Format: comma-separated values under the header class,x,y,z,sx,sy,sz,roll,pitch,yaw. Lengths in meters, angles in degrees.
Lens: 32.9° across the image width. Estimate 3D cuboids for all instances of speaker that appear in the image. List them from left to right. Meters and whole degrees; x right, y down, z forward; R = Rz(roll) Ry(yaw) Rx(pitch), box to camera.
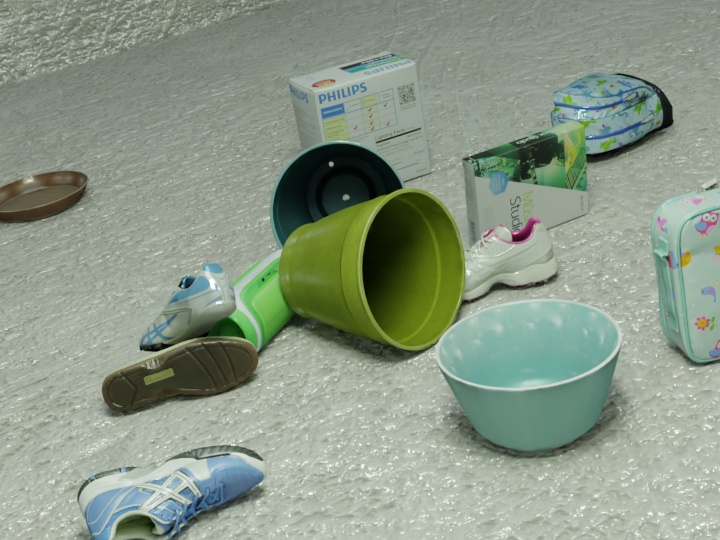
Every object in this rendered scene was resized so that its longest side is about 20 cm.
class,x,y,z,sx,sy,sz,roll,pitch,yaw
speaker,-0.132,0.043,1.648,0.088,0.089,0.200,3,27,27

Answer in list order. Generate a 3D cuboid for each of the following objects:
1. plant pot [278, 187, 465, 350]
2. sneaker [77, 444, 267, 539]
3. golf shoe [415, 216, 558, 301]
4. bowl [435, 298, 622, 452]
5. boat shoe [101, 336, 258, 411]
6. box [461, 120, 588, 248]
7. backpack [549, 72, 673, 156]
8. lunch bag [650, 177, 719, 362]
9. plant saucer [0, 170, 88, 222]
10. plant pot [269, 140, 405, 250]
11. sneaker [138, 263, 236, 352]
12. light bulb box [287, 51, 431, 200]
class,x,y,z,sx,sy,sz,roll,pitch,yaw
plant pot,0.000,0.000,1.588,0.192,0.202,0.200,-1,23,44
sneaker,-0.191,0.242,1.277,0.198,0.076,0.077,-15,47,-10
golf shoe,0.166,-0.015,1.650,0.198,0.092,0.075,-15,25,-6
bowl,0.186,0.121,1.322,0.199,0.106,0.201,-8,25,4
boat shoe,-0.228,0.122,1.546,0.198,0.072,0.076,-11,8,-4
box,0.244,-0.122,1.784,0.199,0.145,0.036,-22,31,-22
backpack,0.405,-0.264,2.060,0.200,0.155,0.163,-38,40,-23
lunch bag,0.410,-0.004,1.387,0.159,0.202,0.077,-15,22,-6
plant saucer,-0.608,-0.137,2.302,0.198,0.035,0.201,-9,25,4
plant pot,-0.027,-0.097,1.804,0.198,0.202,0.188,-9,9,3
sneaker,-0.220,0.053,1.544,0.071,0.073,0.200,3,-25,-39
light bulb box,0.000,-0.247,2.089,0.197,0.202,0.125,-19,25,-19
